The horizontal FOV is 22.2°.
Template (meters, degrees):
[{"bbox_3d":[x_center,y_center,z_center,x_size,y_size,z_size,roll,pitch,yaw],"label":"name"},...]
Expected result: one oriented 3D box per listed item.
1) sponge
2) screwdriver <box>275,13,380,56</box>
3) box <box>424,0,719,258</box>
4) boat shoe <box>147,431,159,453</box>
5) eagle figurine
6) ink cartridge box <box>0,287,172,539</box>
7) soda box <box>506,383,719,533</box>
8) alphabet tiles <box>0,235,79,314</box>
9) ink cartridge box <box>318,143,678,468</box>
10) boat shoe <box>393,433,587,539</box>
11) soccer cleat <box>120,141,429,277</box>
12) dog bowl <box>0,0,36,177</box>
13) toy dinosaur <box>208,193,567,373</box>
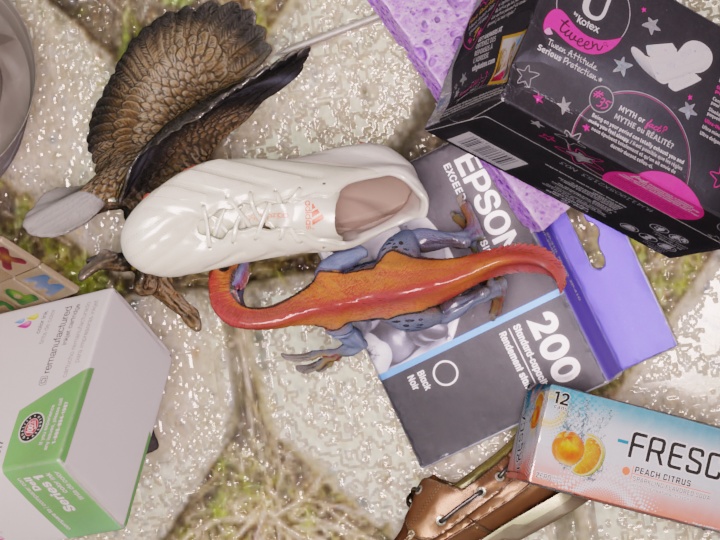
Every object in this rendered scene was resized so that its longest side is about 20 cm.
[{"bbox_3d":[0.102,-0.138,1.227,0.111,0.030,0.200,-38,99,-14],"label":"sponge"},{"bbox_3d":[0.033,-0.184,1.267,0.199,0.029,0.028,-19,91,5],"label":"screwdriver"},{"bbox_3d":[0.165,-0.104,1.163,0.199,0.132,0.115,27,77,-16],"label":"box"},{"bbox_3d":[-0.229,0.162,1.315,0.200,0.070,0.066,-37,87,1],"label":"boat shoe"},{"bbox_3d":[-0.124,-0.084,1.254,0.151,0.151,0.201,23,108,16],"label":"eagle figurine"},{"bbox_3d":[-0.243,0.107,1.239,0.199,0.145,0.084,-12,135,26],"label":"ink cartridge box"},{"bbox_3d":[0.202,0.130,1.220,0.199,0.064,0.069,15,84,-9],"label":"soda box"},{"bbox_3d":[-0.311,-0.020,1.236,0.200,0.167,0.008,36,57,-30],"label":"alphabet tiles"},{"bbox_3d":[0.090,0.008,1.268,0.199,0.043,0.199,-26,89,8],"label":"ink cartridge box"},{"bbox_3d":[0.060,0.172,1.272,0.200,0.072,0.068,-29,89,-2],"label":"boat shoe"},{"bbox_3d":[-0.052,-0.038,1.161,0.199,0.078,0.070,-16,119,-21],"label":"soccer cleat"},{"bbox_3d":[-0.321,-0.121,1.270,0.199,0.059,0.201,2,65,-3],"label":"dog bowl"},{"bbox_3d":[0.000,0.000,1.186,0.181,0.200,0.105,-12,83,-27],"label":"toy dinosaur"}]
